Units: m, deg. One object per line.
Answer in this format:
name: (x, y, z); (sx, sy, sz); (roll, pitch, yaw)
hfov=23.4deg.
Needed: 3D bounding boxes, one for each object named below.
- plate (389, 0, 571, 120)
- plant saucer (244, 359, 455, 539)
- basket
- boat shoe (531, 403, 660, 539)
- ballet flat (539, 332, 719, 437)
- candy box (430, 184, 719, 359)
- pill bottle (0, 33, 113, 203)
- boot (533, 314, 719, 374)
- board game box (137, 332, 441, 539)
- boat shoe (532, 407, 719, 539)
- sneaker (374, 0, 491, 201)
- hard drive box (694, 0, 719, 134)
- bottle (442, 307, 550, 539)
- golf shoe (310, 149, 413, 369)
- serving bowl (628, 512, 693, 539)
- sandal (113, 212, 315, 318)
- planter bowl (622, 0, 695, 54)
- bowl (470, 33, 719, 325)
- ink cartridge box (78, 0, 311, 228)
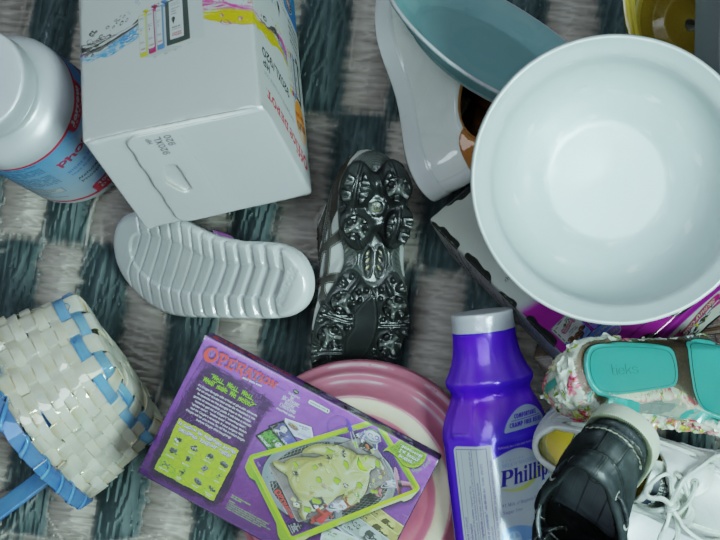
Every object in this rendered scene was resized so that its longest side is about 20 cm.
plate: (0.103, -0.167, 1.336); (0.200, 0.200, 0.026); (40, 119, 17)
plant saucer: (-0.002, 0.170, 1.340); (0.200, 0.051, 0.201); (0, 92, 9)
basket: (-0.270, 0.125, 1.379); (0.200, 0.176, 0.139); (-36, 58, -9)
boat shoe: (0.149, 0.176, 1.184); (0.074, 0.200, 0.066); (34, 50, 13)
ballet flat: (0.211, 0.081, 1.222); (0.200, 0.064, 0.076); (11, 65, -28)
candy box: (0.168, -0.009, 1.314); (0.136, 0.061, 0.200); (-40, 58, -4)
pill bottle: (-0.267, -0.126, 1.404); (0.108, 0.200, 0.109); (-2, 80, 14)
boot: (0.237, 0.092, 1.309); (0.199, 0.064, 0.187); (-11, 64, 9)
board game box: (-0.054, 0.145, 1.308); (0.200, 0.032, 0.120); (28, 100, 6)
boat shoe: (0.213, 0.150, 1.215); (0.202, 0.086, 0.075); (24, 107, 14)
sneaker: (0.069, -0.154, 1.377); (0.085, 0.073, 0.200); (-25, 61, 22)
hard drive box: (0.348, -0.169, 1.268); (0.199, 0.077, 0.156); (5, 84, -19)
bottle: (0.102, 0.129, 1.292); (0.065, 0.083, 0.201); (-4, 94, 43)
golf shoe: (0.000, 0.000, 1.388); (0.078, 0.095, 0.201); (8, 106, -14)
serving bowl: (0.243, 0.240, 1.280); (0.200, 0.066, 0.201); (-3, 79, 14)
sandal: (-0.117, 0.001, 1.422); (0.202, 0.050, 0.083); (15, 104, 32)
planter bowl: (0.270, -0.195, 1.326); (0.200, 0.083, 0.201); (2, 85, -20)
bowl: (0.178, -0.064, 1.229); (0.200, 0.090, 0.202); (0, 93, 3)
ink cartridge box: (-0.131, -0.162, 1.381); (0.144, 0.147, 0.200); (-11, 62, 10)
